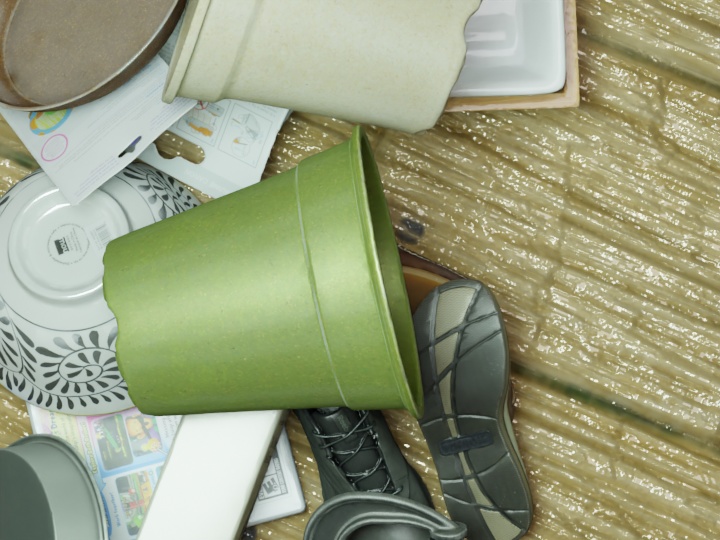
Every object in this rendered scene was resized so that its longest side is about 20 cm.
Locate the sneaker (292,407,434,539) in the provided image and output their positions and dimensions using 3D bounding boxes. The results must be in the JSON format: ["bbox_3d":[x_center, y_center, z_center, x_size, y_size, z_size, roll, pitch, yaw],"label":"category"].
[{"bbox_3d":[-0.007,0.129,1.711,0.076,0.091,0.201,-30,84,-3],"label":"sneaker"}]

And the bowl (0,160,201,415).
[{"bbox_3d":[-0.200,-0.005,1.712,0.199,0.094,0.202,-2,71,5],"label":"bowl"}]

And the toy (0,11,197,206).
[{"bbox_3d":[-0.196,-0.125,1.729,0.115,0.047,0.200,-40,49,-1],"label":"toy"}]

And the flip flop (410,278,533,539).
[{"bbox_3d":[0.083,0.102,1.721,0.081,0.058,0.201,-11,105,17],"label":"flip flop"}]

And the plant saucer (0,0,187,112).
[{"bbox_3d":[-0.197,-0.192,1.714,0.199,0.034,0.201,-17,53,23],"label":"plant saucer"}]

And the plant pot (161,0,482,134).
[{"bbox_3d":[-0.019,-0.183,1.617,0.182,0.200,0.202,17,83,-8],"label":"plant pot"}]

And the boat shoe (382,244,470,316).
[{"bbox_3d":[0.000,0.000,1.736,0.199,0.071,0.071,16,39,-9],"label":"boat shoe"}]

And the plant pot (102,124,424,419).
[{"bbox_3d":[-0.069,0.019,1.604,0.189,0.200,0.202,-11,82,5],"label":"plant pot"}]

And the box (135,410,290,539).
[{"bbox_3d":[-0.117,0.179,1.692,0.068,0.082,0.201,21,87,3],"label":"box"}]

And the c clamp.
[{"bbox_3d":[0.042,0.248,1.698,0.170,0.027,0.201,-4,106,15],"label":"c clamp"}]

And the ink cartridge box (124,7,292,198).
[{"bbox_3d":[-0.105,-0.166,1.761,0.159,0.047,0.201,27,106,17],"label":"ink cartridge box"}]

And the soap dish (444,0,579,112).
[{"bbox_3d":[0.079,-0.213,1.756,0.156,0.081,0.202,-2,82,1],"label":"soap dish"}]

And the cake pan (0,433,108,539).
[{"bbox_3d":[-0.247,0.212,1.667,0.037,0.200,0.202,12,81,-40],"label":"cake pan"}]

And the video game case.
[{"bbox_3d":[-0.151,0.103,1.753,0.181,0.024,0.201,-15,83,0],"label":"video game case"}]
